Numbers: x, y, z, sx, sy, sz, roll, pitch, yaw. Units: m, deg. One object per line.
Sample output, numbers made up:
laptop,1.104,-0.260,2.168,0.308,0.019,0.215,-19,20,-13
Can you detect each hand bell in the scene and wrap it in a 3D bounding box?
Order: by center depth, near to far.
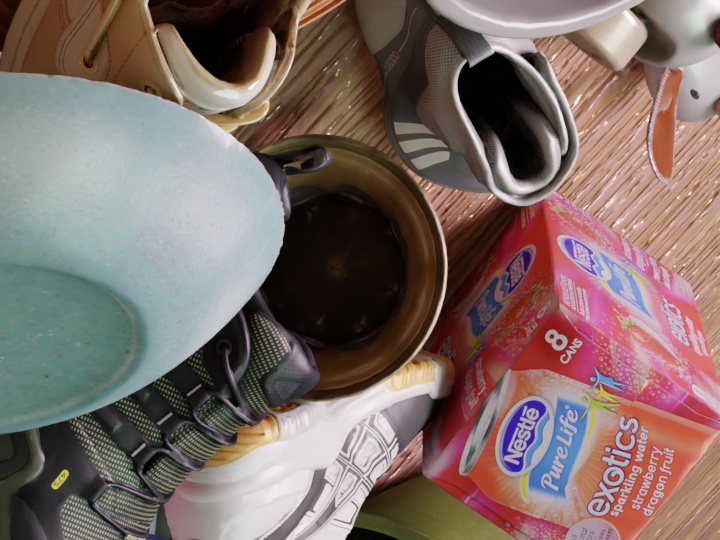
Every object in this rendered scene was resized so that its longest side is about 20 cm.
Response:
hand bell,0.000,0.000,1.254,0.104,0.104,0.200,-49,172,7

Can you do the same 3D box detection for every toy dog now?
toy dog,0.155,-0.101,1.306,0.132,0.096,0.200,-53,158,18

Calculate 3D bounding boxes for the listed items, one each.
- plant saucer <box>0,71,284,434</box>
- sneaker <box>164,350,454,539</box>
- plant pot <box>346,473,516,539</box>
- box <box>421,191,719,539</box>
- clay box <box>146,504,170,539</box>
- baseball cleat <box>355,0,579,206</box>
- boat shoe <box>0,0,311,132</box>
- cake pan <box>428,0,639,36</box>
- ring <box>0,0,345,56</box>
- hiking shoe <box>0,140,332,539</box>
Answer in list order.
plant saucer,-0.121,0.009,0.927,0.201,0.039,0.201,-7,150,-4
sneaker,-0.026,0.080,1.229,0.200,0.076,0.088,-20,115,-59
plant pot,0.042,0.181,1.512,0.200,0.200,0.190,-59,167,29
box,0.092,0.047,1.344,0.100,0.095,0.200,-52,-171,15
clay box,-0.108,0.132,1.215,0.048,0.115,0.200,-7,-168,42
baseball cleat,0.048,-0.055,1.179,0.070,0.106,0.200,-33,154,3
boat shoe,-0.054,-0.076,0.905,0.074,0.069,0.200,-4,136,-35
cake pan,0.083,-0.175,1.043,0.200,0.037,0.200,-26,140,-24
ring,-0.044,-0.139,0.914,0.200,0.019,0.200,-22,144,-17
hiking shoe,-0.070,0.044,1.046,0.076,0.101,0.200,18,82,-70
